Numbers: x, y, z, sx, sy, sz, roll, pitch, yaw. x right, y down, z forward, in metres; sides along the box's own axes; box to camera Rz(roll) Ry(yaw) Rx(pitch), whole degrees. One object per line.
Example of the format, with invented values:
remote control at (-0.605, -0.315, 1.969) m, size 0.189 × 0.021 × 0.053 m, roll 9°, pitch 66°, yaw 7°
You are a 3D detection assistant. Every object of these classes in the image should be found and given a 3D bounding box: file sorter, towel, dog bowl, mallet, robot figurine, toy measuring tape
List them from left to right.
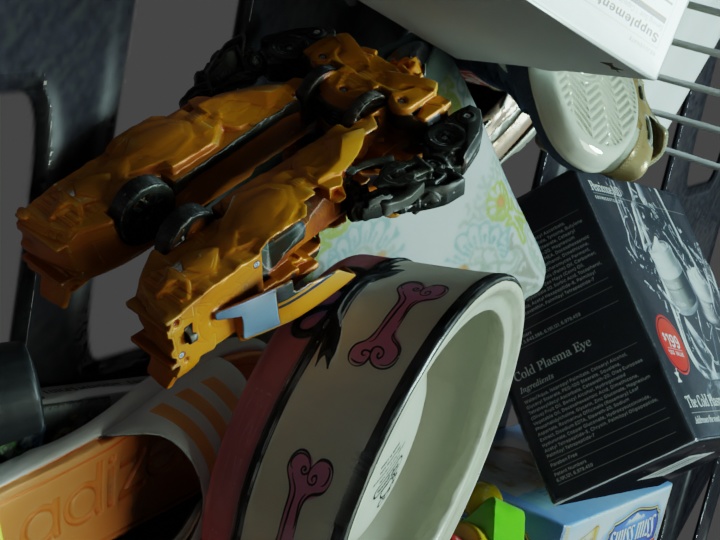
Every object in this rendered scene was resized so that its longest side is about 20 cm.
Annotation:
mallet at (-0.150, 0.129, 0.630) m, size 0.041 × 0.066 × 0.201 m, roll 154°, pitch -69°, yaw -74°
robot figurine at (-0.042, -0.038, 0.713) m, size 0.200 × 0.145 × 0.058 m, roll -35°, pitch 144°, yaw -33°
towel at (0.000, 0.000, 0.842) m, size 0.200 × 0.048 × 0.172 m, roll -43°, pitch 131°, yaw -19°
dog bowl at (0.001, 0.082, 0.749) m, size 0.200 × 0.074 × 0.201 m, roll -55°, pitch 158°, yaw -34°
toy measuring tape at (0.063, 0.221, 0.970) m, size 0.074 × 0.073 × 0.201 m, roll 63°, pitch 27°, yaw -54°
file sorter at (0.268, -0.177, 1.163) m, size 0.139 × 0.124 × 0.200 m, roll -58°, pitch 149°, yaw -20°

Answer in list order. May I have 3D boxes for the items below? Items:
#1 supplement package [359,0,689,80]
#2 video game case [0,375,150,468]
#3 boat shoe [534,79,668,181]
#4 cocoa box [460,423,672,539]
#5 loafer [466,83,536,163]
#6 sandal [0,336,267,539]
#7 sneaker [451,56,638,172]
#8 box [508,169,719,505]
supplement package at (0.072, -0.210, 0.722) m, size 0.150 × 0.152 × 0.201 m, roll 25°, pitch 86°, yaw -34°
video game case at (-0.154, 0.148, 0.756) m, size 0.182 × 0.023 × 0.201 m, roll -2°, pitch 111°, yaw -60°
boat shoe at (0.154, -0.091, 1.011) m, size 0.072 × 0.076 × 0.200 m, roll -55°, pitch -179°, yaw 23°
cocoa box at (0.108, 0.195, 1.123) m, size 0.200 × 0.133 × 0.132 m, roll -3°, pitch 110°, yaw -59°
loafer at (0.059, -0.093, 0.919) m, size 0.200 × 0.072 × 0.063 m, roll -57°, pitch 142°, yaw -15°
sandal at (-0.097, 0.101, 0.717) m, size 0.206 × 0.059 × 0.079 m, roll -29°, pitch 133°, yaw -41°
sneaker at (0.082, -0.110, 0.846) m, size 0.075 × 0.200 × 0.084 m, roll 31°, pitch 124°, yaw -32°
box at (0.168, 0.043, 1.060) m, size 0.104 × 0.183 × 0.200 m, roll -29°, pitch 164°, yaw 24°
